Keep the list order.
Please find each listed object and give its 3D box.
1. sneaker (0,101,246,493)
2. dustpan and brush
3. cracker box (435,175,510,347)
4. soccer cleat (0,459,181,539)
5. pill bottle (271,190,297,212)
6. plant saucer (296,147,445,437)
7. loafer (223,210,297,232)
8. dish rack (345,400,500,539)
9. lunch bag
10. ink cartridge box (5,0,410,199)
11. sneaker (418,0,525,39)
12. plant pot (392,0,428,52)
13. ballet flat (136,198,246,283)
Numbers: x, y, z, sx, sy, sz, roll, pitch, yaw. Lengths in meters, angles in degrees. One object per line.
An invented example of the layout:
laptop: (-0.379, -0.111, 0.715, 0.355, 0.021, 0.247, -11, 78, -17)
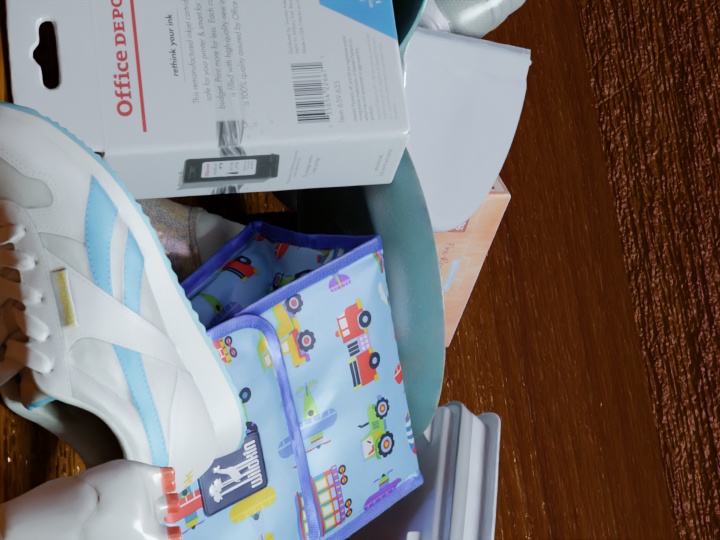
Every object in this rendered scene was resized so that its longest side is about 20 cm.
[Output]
sneaker: (-0.131, 0.016, 0.923, 0.081, 0.076, 0.200, -37, 98, -34)
dustpan and brush: (0.032, -0.045, 1.254, 0.139, 0.057, 0.200, 2, 99, -54)
cracker box: (0.023, -0.061, 1.414, 0.200, 0.058, 0.134, 62, -38, 44)
soccer cleat: (-0.113, 0.141, 0.908, 0.200, 0.077, 0.069, 91, -9, -56)
pill bottle: (-0.035, -0.135, 1.350, 0.109, 0.109, 0.200, 61, 4, -46)
plant saucer: (0.000, 0.000, 1.186, 0.200, 0.027, 0.201, 170, -90, -72)
loafer: (-0.030, 0.016, 1.358, 0.200, 0.063, 0.072, 51, 27, -60)
dish rack: (0.004, 0.163, 1.177, 0.044, 0.172, 0.200, 42, 25, -16)
lunch bag: (-0.067, 0.084, 1.066, 0.200, 0.094, 0.151, -36, 123, -47)
ink cartridge box: (-0.083, -0.104, 1.078, 0.067, 0.200, 0.116, 113, -28, -68)
sneaker: (0.054, -0.183, 1.329, 0.200, 0.092, 0.076, -118, -176, -65)
plant pot: (-0.061, -0.198, 1.209, 0.161, 0.200, 0.201, -105, 178, -76)
ballet flat: (-0.074, 0.009, 1.182, 0.200, 0.067, 0.068, 56, 24, -54)
